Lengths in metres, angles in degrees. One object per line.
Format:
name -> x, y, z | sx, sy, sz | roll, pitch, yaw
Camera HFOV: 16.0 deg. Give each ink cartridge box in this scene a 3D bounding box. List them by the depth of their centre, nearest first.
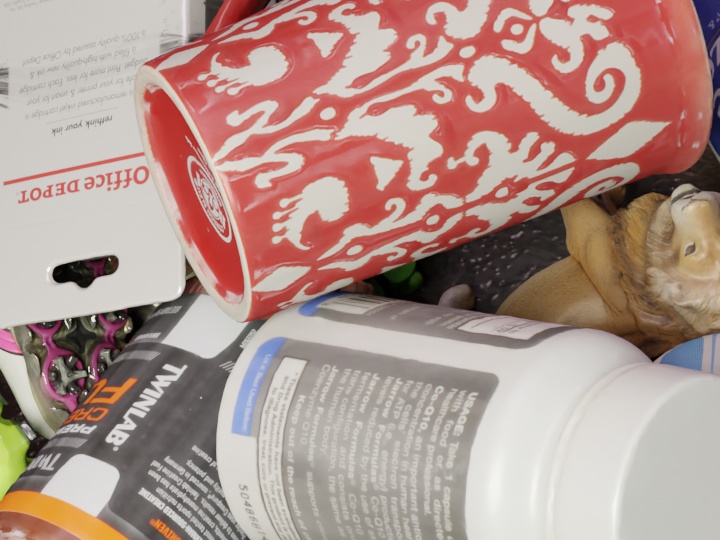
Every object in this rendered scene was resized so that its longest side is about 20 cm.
ink cartridge box -> -0.100, -0.074, 1.120 | 0.115, 0.067, 0.201 | -9, 75, 34

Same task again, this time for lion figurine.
lion figurine -> 0.081, 0.022, 1.095 | 0.200, 0.072, 0.123 | -38, 46, 14

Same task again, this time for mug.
mug -> 0.013, -0.072, 1.033 | 0.199, 0.134, 0.177 | -24, 27, -17

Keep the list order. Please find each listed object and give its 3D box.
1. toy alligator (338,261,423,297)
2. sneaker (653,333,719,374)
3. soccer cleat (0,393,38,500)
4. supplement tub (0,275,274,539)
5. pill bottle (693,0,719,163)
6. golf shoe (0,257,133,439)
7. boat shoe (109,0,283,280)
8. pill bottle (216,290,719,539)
toy alligator -> 0.000, 0.000, 1.166 | 0.199, 0.059, 0.054 | -27, 87, -17
sneaker -> 0.147, 0.106, 0.983 | 0.072, 0.072, 0.200 | -22, 40, 16
soccer cleat -> -0.214, 0.061, 1.174 | 0.081, 0.068, 0.200 | -38, 46, -9
supplement tub -> -0.087, 0.102, 1.048 | 0.107, 0.107, 0.200 | 15, 53, 33
pill bottle -> 0.209, -0.062, 1.096 | 0.111, 0.112, 0.200 | -21, 42, -1
golf shoe -> -0.169, -0.009, 1.190 | 0.092, 0.072, 0.201 | -31, 73, 36
boat shoe -> -0.033, -0.064, 1.159 | 0.203, 0.075, 0.075 | -51, 54, 19
pill bottle -> 0.050, 0.073, 0.966 | 0.200, 0.114, 0.114 | 9, 49, 45
